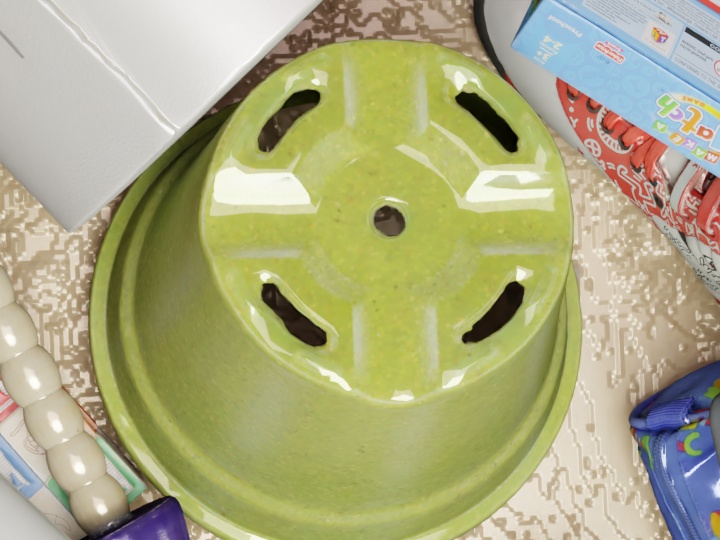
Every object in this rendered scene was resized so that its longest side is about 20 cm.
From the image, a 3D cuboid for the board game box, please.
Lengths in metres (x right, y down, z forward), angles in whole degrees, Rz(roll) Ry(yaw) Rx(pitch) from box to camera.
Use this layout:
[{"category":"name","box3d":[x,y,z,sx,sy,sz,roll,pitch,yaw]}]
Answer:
[{"category":"board game box","box3d":[0.157,-0.119,1.133,0.151,0.037,0.200,31,48,-6]}]

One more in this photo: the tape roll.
[{"category":"tape roll","box3d":[-0.084,-0.131,1.083,0.203,0.203,0.139,-45,96,-4]}]

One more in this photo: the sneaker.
[{"category":"sneaker","box3d":[0.129,-0.053,1.153,0.067,0.108,0.201,-41,94,-4]}]

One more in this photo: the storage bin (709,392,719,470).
[{"category":"storage bin","box3d":[0.224,0.056,1.085,0.134,0.200,0.146,-14,87,32]}]

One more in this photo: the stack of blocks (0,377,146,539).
[{"category":"stack of blocks","box3d":[-0.178,0.129,1.146,0.200,0.059,0.115,-43,95,-5]}]

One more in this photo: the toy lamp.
[{"category":"toy lamp","box3d":[-0.120,0.052,1.095,0.058,0.058,0.200,-30,91,-5]}]

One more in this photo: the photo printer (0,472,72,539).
[{"category":"photo printer","box3d":[-0.138,0.177,1.051,0.200,0.069,0.166,43,105,7]}]

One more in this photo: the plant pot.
[{"category":"plant pot","box3d":[0.000,0.000,1.081,0.200,0.184,0.201,1,77,-6]}]

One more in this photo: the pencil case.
[{"category":"pencil case","box3d":[0.173,0.134,1.173,0.087,0.078,0.200,-21,92,-43]}]
